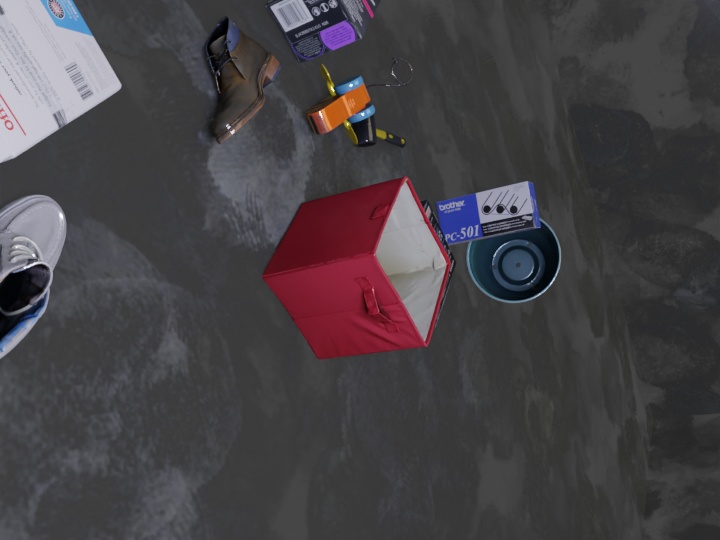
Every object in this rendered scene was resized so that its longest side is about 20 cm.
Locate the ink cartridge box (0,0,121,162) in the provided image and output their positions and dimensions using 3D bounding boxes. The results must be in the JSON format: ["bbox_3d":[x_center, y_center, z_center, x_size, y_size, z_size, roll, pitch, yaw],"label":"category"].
[{"bbox_3d":[-0.316,-0.166,0.638,0.116,0.068,0.200,64,32,-25],"label":"ink cartridge box"}]

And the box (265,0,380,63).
[{"bbox_3d":[-0.046,-0.438,1.152,0.106,0.122,0.200,56,36,-33],"label":"box"}]

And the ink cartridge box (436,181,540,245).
[{"bbox_3d":[0.260,-0.114,1.498,0.044,0.200,0.094,-1,81,-61],"label":"ink cartridge box"}]

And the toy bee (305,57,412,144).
[{"bbox_3d":[-0.020,-0.270,1.186,0.200,0.109,0.131,-14,101,-36],"label":"toy bee"}]

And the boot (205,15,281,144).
[{"bbox_3d":[-0.172,-0.245,0.934,0.097,0.075,0.200,46,34,-27],"label":"boot"}]

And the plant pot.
[{"bbox_3d":[0.351,-0.022,1.656,0.188,0.200,0.200,20,62,-74],"label":"plant pot"}]

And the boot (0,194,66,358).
[{"bbox_3d":[-0.283,0.005,0.608,0.074,0.095,0.200,55,37,-36],"label":"boot"}]

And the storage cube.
[{"bbox_3d":[0.000,0.000,1.024,0.171,0.180,0.200,59,36,-31],"label":"storage cube"}]

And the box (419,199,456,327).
[{"bbox_3d":[0.113,-0.012,1.363,0.159,0.046,0.200,61,34,-29],"label":"box"}]

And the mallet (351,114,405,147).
[{"bbox_3d":[0.037,-0.257,1.330,0.200,0.041,0.066,-18,99,-65],"label":"mallet"}]
